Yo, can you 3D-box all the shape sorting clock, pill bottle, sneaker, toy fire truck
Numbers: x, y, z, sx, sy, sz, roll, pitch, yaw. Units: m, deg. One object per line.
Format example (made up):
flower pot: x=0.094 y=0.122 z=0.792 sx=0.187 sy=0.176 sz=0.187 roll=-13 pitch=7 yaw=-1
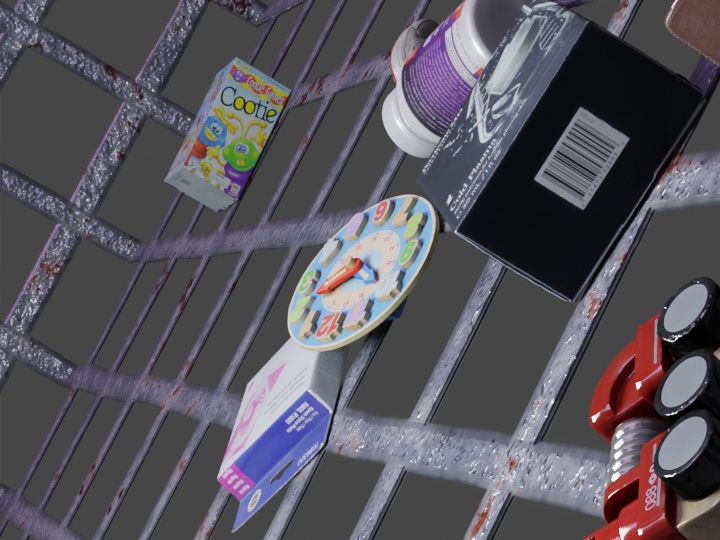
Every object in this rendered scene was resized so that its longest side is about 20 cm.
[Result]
shape sorting clock: x=0.000 y=0.000 z=2.023 sx=0.200 sy=0.039 sz=0.201 roll=-33 pitch=34 yaw=26
pill bottle: x=0.105 y=-0.194 z=1.975 sx=0.200 sy=0.111 sz=0.112 roll=-40 pitch=25 yaw=51
sneaker: x=0.086 y=-0.215 z=2.175 sx=0.082 sy=0.078 sz=0.201 roll=-46 pitch=30 yaw=32
toy fire truck: x=0.176 y=0.134 z=1.165 sx=0.200 sy=0.129 sz=0.176 roll=-37 pitch=25 yaw=33

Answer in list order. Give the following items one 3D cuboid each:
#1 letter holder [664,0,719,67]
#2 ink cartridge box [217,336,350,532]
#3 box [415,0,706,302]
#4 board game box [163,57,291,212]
letter holder: x=0.291 y=-0.266 z=1.443 sx=0.200 sy=0.142 sz=0.101 roll=-46 pitch=20 yaw=42
ink cartridge box: x=-0.083 y=0.150 z=2.087 sx=0.196 sy=0.043 sz=0.201 roll=-47 pitch=19 yaw=40
box: x=0.159 y=-0.107 z=1.624 sx=0.201 sy=0.124 sz=0.197 roll=-58 pitch=13 yaw=8
board game box: x=-0.204 y=-0.208 z=3.026 sx=0.201 sy=0.103 sz=0.105 roll=-66 pitch=16 yaw=-19
